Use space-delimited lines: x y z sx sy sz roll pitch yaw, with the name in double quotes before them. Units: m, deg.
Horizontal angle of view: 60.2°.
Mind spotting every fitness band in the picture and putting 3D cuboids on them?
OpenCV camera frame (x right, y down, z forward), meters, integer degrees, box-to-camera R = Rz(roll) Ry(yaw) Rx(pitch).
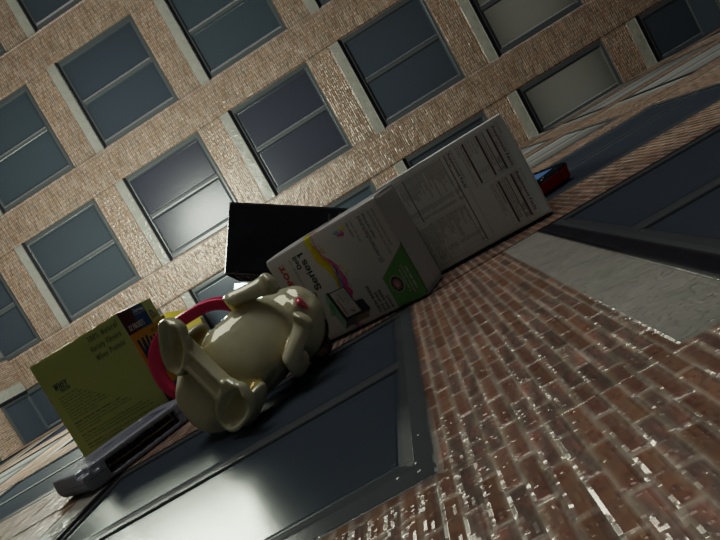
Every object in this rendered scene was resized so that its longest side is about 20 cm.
"fitness band" -0.255 0.130 1.031 0.198 0.145 0.037 -31 3 4

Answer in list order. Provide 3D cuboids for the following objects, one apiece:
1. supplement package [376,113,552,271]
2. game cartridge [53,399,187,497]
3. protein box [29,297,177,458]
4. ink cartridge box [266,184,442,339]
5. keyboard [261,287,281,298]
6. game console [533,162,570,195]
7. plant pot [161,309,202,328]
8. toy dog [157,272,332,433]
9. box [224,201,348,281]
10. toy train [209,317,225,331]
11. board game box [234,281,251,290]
"supplement package" 0.155 -0.112 0.920 0.198 0.152 0.152 -29 4 17
"game cartridge" -0.351 0.263 0.932 0.132 0.041 0.199 -22 10 43
"protein box" -0.433 0.195 1.123 0.197 0.202 0.135 -30 5 10
"ink cartridge box" -0.011 -0.003 0.862 0.198 0.146 0.084 -28 7 29
"keyboard" -0.116 0.079 0.891 0.020 0.129 0.200 2 19 22
"game console" 0.263 -0.124 1.103 0.175 0.031 0.200 -32 4 -12
"plant pot" -0.900 0.296 3.157 0.174 0.203 0.199 -19 -1 -29
"toy dog" -0.113 0.097 0.733 0.199 0.139 0.196 -37 -29 -42
"box" -0.123 -0.041 1.072 0.195 0.126 0.200 2 -4 -6
"toy train" -0.247 0.129 1.323 0.199 0.087 0.114 -33 -3 36
"board game box" -0.121 0.045 1.078 0.149 0.048 0.199 4 -3 -28
